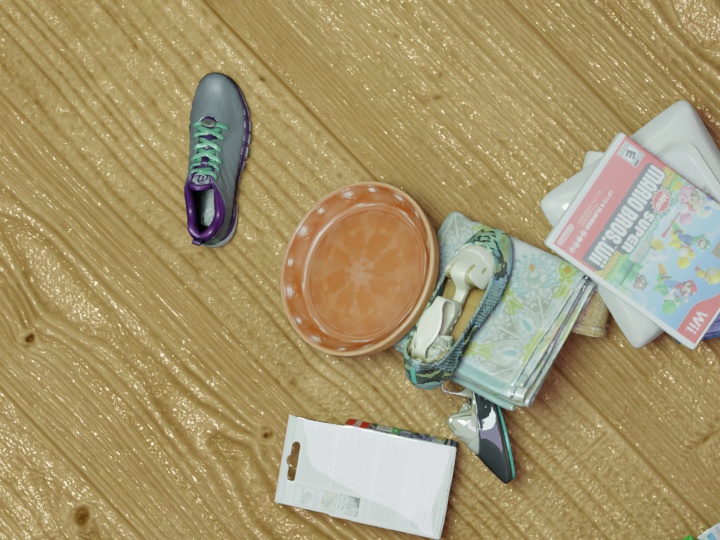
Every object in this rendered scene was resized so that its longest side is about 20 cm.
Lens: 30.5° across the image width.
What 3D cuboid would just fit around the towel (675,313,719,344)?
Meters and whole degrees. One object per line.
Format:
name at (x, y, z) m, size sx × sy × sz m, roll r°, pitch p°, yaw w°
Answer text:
towel at (0.386, -0.024, 1.478) m, size 0.110 × 0.049 × 0.203 m, roll -9°, pitch 93°, yaw 4°

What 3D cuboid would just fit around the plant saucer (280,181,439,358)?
plant saucer at (0.000, 0.000, 1.486) m, size 0.198 × 0.032 × 0.203 m, roll -10°, pitch 69°, yaw 28°

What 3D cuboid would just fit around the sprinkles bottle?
sprinkles bottle at (0.265, -0.029, 1.480) m, size 0.067 × 0.068 × 0.203 m, roll 12°, pitch 94°, yaw 5°

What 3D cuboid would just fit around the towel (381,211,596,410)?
towel at (0.139, 0.044, 1.458) m, size 0.199 × 0.048 × 0.172 m, roll 26°, pitch 75°, yaw 29°

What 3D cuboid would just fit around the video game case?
video game case at (0.315, -0.031, 1.406) m, size 0.199 × 0.017 × 0.144 m, roll 35°, pitch 93°, yaw -5°

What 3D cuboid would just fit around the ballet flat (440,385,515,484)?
ballet flat at (0.127, 0.146, 1.501) m, size 0.072 × 0.073 × 0.203 m, roll -10°, pitch 86°, yaw 6°

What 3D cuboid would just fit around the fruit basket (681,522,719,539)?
fruit basket at (0.388, 0.410, 1.493) m, size 0.185 × 0.094 × 0.201 m, roll -38°, pitch 105°, yaw 6°

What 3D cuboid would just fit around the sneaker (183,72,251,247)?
sneaker at (-0.167, -0.126, 1.506) m, size 0.073 × 0.088 × 0.203 m, roll 1°, pitch 93°, yaw 5°

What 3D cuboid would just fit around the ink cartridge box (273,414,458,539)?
ink cartridge box at (0.007, 0.234, 1.527) m, size 0.197 × 0.050 × 0.111 m, roll 11°, pitch 94°, yaw 6°

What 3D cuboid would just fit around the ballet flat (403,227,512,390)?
ballet flat at (0.104, 0.032, 1.410) m, size 0.073 × 0.074 × 0.202 m, roll 25°, pitch 73°, yaw 3°

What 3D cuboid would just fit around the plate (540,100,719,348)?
plate at (0.328, -0.049, 1.430) m, size 0.199 × 0.032 × 0.201 m, roll -35°, pitch 95°, yaw 1°
